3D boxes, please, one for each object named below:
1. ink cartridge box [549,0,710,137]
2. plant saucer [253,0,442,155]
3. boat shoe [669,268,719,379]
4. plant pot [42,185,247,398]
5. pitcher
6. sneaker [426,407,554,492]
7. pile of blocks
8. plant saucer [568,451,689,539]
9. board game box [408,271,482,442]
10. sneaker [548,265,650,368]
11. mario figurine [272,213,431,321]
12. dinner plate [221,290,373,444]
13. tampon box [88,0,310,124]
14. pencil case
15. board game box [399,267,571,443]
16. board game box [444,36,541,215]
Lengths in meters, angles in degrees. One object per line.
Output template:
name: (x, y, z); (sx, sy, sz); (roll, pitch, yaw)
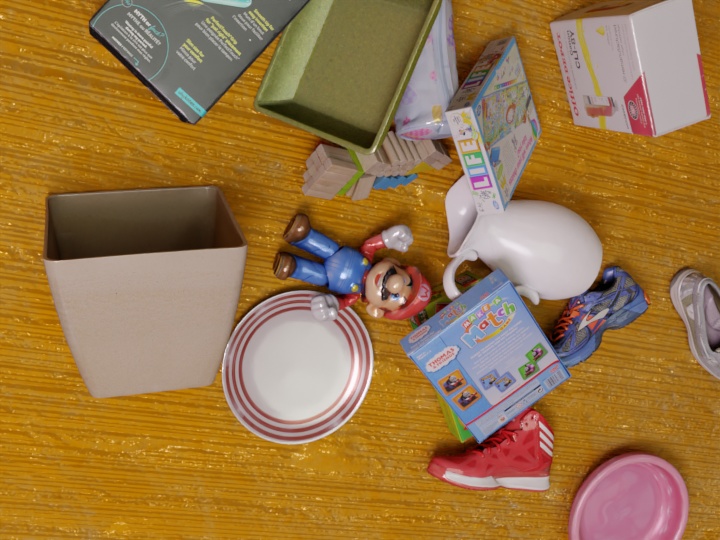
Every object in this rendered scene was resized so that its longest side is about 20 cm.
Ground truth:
ink cartridge box: (0.326, -0.251, 1.111); (0.083, 0.200, 0.147); (-21, 107, -9)
plant saucer: (-0.008, -0.244, 1.030); (0.048, 0.199, 0.201); (18, 97, -54)
boat shoe: (0.520, 0.087, 1.317); (0.074, 0.065, 0.203); (-34, 110, -8)
plant pot: (-0.237, 0.026, 0.999); (0.198, 0.200, 0.179); (-5, 115, -17)
pitcher: (0.201, -0.014, 1.152); (0.198, 0.121, 0.173); (19, 70, -16)
sneaker: (0.183, 0.238, 1.245); (0.198, 0.078, 0.117); (10, 90, -32)
pile of blocks: (0.014, -0.139, 1.116); (0.198, 0.082, 0.063); (-11, 62, -25)
plant saucer: (0.391, 0.360, 1.341); (0.198, 0.051, 0.203); (-4, 104, -17)
board game box: (0.140, 0.116, 1.208); (0.101, 0.048, 0.202); (-24, 107, -11)
sneaker: (0.304, 0.065, 1.247); (0.199, 0.075, 0.079); (-36, 101, -16)
mario figurine: (0.000, 0.000, 1.104); (0.198, 0.106, 0.124); (20, 119, -15)
dinner plate: (-0.080, 0.122, 1.151); (0.198, 0.024, 0.203); (-4, 104, -18)
tampon box: (-0.173, -0.282, 0.979); (0.150, 0.126, 0.200); (44, 86, -20)
pencil case: (0.076, -0.254, 1.062); (0.083, 0.090, 0.203); (-1, 86, -45)
board game box: (0.160, 0.111, 1.128); (0.151, 0.037, 0.200); (-36, 127, 3)
board game box: (0.164, -0.177, 1.082); (0.200, 0.034, 0.135); (-57, 132, -48)
